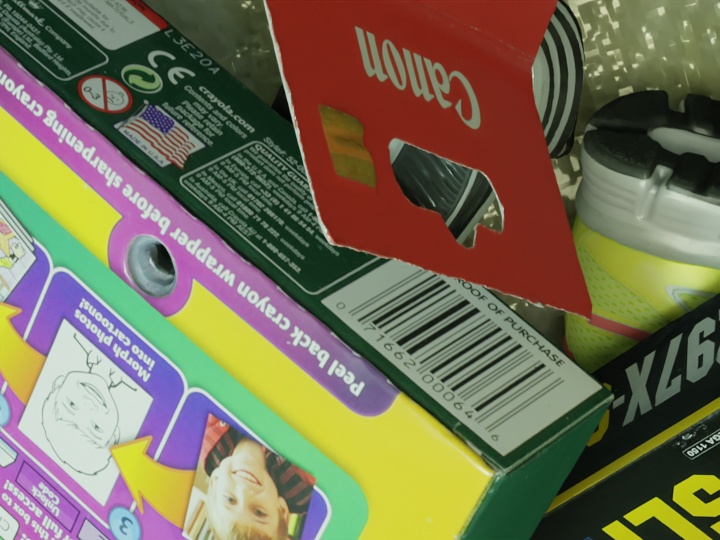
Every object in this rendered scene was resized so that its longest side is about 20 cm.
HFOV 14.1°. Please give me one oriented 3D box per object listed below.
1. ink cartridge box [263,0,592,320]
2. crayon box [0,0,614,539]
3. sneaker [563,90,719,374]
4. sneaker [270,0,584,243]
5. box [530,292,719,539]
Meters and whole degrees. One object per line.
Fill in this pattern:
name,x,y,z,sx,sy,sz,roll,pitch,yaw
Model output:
ink cartridge box,0.018,-0.097,0.658,0.050,0.161,0.200,-22,75,21
crayon box,-0.057,0.039,0.749,0.200,0.058,0.173,40,129,17
sneaker,0.149,0.018,0.827,0.200,0.078,0.090,18,120,0
sneaker,0.000,0.000,0.807,0.076,0.115,0.201,47,125,13
box,0.136,0.073,0.801,0.160,0.049,0.200,38,128,-24
